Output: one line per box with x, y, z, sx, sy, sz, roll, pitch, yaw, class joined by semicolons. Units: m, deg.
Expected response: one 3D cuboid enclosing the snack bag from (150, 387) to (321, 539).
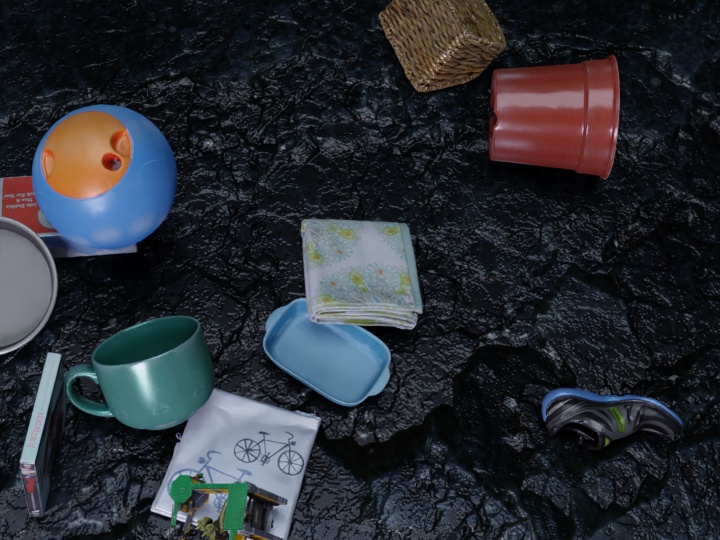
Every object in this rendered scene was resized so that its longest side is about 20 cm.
-0.167;0.264;1.420;0.187;0.021;0.201;15;59;2;snack bag

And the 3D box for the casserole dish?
-0.050;0.123;1.509;0.199;0.039;0.121;30;60;12;casserole dish

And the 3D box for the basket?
0.151;-0.427;1.854;0.142;0.149;0.201;4;51;-44;basket

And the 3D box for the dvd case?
-0.402;0.213;1.319;0.022;0.200;0.147;9;57;-7;dvd case

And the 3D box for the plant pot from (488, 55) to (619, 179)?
0.311;-0.253;1.701;0.193;0.201;0.202;2;58;4;plant pot

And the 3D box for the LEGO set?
-0.170;0.357;1.320;0.153;0.116;0.202;-15;61;23;LEGO set

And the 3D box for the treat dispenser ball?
-0.358;-0.131;1.455;0.199;0.201;0.202;3;58;-5;treat dispenser ball

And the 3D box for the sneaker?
0.359;0.221;1.484;0.198;0.071;0.083;5;63;3;sneaker

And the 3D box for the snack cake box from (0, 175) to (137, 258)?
-0.443;-0.084;1.573;0.198;0.067;0.116;-4;61;-9;snack cake box

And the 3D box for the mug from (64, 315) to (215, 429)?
-0.289;0.147;1.412;0.184;0.115;0.152;-6;21;25;mug

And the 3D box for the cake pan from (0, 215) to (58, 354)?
-0.530;0.023;1.476;0.198;0.037;0.202;1;83;-6;cake pan

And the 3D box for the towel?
0.000;0.000;1.562;0.170;0.048;0.201;5;47;-13;towel
